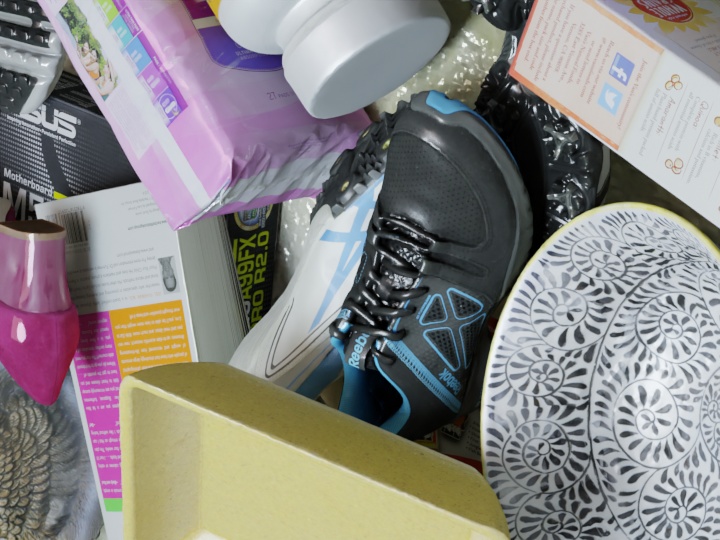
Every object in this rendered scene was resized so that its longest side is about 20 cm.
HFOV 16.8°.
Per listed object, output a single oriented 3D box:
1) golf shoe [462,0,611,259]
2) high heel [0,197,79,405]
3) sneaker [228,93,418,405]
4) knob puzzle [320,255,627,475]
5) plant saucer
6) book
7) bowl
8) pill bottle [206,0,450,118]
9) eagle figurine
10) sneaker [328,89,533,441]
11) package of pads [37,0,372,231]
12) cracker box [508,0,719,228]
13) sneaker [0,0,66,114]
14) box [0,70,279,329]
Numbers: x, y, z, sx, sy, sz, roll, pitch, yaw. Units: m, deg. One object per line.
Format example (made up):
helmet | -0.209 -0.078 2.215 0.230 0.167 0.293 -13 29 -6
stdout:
golf shoe | 0.099 -0.097 1.130 0.077 0.094 0.201 22 130 34
high heel | -0.217 0.011 1.386 0.200 0.067 0.097 21 111 62
sneaker | 0.000 0.000 1.228 0.072 0.072 0.201 25 114 -10
knob puzzle | 0.059 0.044 1.240 0.218 0.030 0.222 12 108 40
plant saucer | -0.019 0.126 1.197 0.199 0.049 0.201 23 145 11
book | -0.113 0.053 1.339 0.133 0.048 0.202 -7 95 48
bowl | 0.149 0.073 1.102 0.200 0.094 0.203 -9 80 56
pill bottle | -0.040 -0.181 1.219 0.113 0.112 0.201 -44 71 41
eagle figurine | -0.219 0.123 1.463 0.150 0.151 0.202 11 90 5
sneaker | 0.029 0.009 1.148 0.073 0.082 0.201 31 138 31
package of pads | -0.089 -0.122 1.275 0.076 0.120 0.201 -43 71 36
cracker box | 0.179 -0.064 1.023 0.200 0.133 0.058 39 125 30
sneaker | -0.172 -0.185 1.366 0.075 0.081 0.202 20 111 24
box | -0.133 -0.014 1.401 0.199 0.044 0.162 23 117 38
